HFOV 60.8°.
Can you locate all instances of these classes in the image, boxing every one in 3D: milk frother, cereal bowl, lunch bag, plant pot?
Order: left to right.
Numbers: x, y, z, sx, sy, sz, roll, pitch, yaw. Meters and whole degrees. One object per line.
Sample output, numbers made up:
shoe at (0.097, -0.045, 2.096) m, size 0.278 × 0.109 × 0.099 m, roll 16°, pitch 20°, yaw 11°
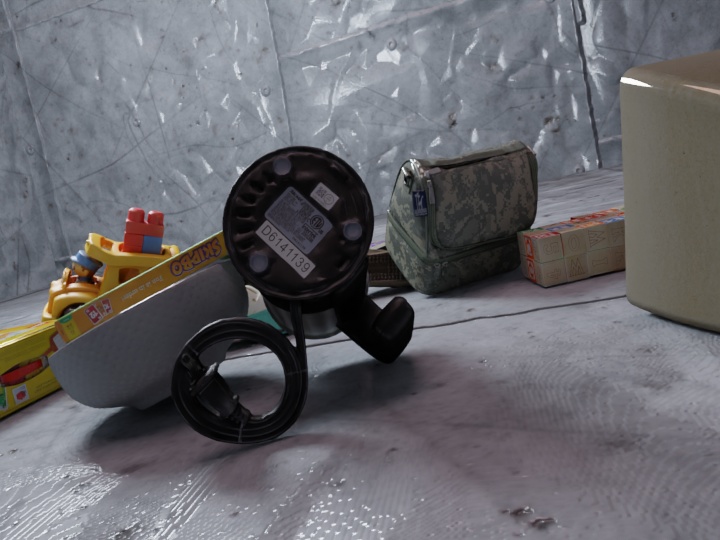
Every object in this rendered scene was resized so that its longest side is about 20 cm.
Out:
cereal bowl at (-0.190, 0.073, 0.598) m, size 0.196 × 0.085 × 0.200 m, roll -30°, pitch 3°, yaw 2°
milk frother at (-0.065, 0.035, 0.528) m, size 0.197 × 0.183 × 0.189 m, roll -30°, pitch -13°, yaw -8°
lunch bag at (0.135, -0.083, 0.827) m, size 0.194 × 0.171 × 0.140 m, roll -14°, pitch 43°, yaw -20°
plant pot at (0.325, -0.054, 0.441) m, size 0.193 × 0.206 × 0.178 m, roll -12°, pitch 20°, yaw -3°

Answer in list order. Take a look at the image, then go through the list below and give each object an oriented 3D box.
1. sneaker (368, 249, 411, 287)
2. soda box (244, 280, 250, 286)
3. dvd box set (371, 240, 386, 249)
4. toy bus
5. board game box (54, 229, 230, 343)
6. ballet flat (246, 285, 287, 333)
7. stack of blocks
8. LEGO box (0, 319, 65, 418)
sneaker at (0.000, 0.000, 0.929) m, size 0.193 × 0.073 × 0.076 m, roll 7°, pitch -10°, yaw 9°
soda box at (-0.143, -0.009, 0.940) m, size 0.066 × 0.065 × 0.201 m, roll 25°, pitch 18°, yaw -20°
dvd box set at (-0.025, -0.030, 1.319) m, size 0.196 × 0.030 × 0.145 m, roll -5°, pitch 12°, yaw 39°
toy bus at (-0.350, 0.004, 0.893) m, size 0.194 × 0.198 × 0.136 m, roll 4°, pitch 13°, yaw -21°
board game box at (-0.187, 0.008, 0.595) m, size 0.197 × 0.030 × 0.095 m, roll -33°, pitch 4°, yaw -13°
ballet flat at (-0.161, 0.058, 0.784) m, size 0.194 × 0.073 × 0.067 m, roll -13°, pitch 10°, yaw -8°
stack of blocks at (0.302, -0.038, 0.771) m, size 0.194 × 0.060 × 0.115 m, roll -13°, pitch 8°, yaw -1°
LEGO box at (-0.455, 0.127, 0.737) m, size 0.144 × 0.080 × 0.200 m, roll -9°, pitch 8°, yaw 19°
